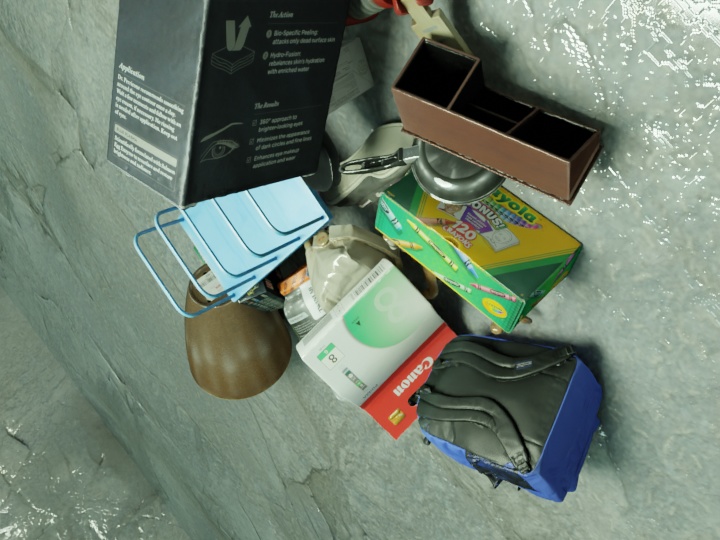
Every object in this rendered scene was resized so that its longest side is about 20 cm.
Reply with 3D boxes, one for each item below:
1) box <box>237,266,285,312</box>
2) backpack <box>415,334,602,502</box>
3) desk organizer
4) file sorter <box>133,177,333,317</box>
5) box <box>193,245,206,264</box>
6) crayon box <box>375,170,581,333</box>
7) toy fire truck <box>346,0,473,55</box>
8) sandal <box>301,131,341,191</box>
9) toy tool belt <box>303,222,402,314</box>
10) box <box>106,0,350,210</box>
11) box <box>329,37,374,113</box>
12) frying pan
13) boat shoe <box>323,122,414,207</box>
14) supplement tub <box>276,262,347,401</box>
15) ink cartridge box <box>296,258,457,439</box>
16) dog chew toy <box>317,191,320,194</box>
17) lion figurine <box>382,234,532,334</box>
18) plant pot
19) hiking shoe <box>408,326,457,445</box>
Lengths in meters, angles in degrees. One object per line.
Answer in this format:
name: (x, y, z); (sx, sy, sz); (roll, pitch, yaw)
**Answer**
box: (-0.165, -0.025, 1.173); (0.200, 0.045, 0.162); (53, -163, -81)
backpack: (0.175, 0.182, 0.953); (0.198, 0.164, 0.168); (10, 150, 42)
desk organizer: (0.131, -0.148, 0.762); (0.198, 0.072, 0.077); (28, 167, 23)
file sorter: (-0.163, -0.054, 0.969); (0.199, 0.122, 0.140); (-38, 87, 30)
box: (-0.227, -0.031, 1.372); (0.118, 0.048, 0.200); (54, 148, 2)
crayon box: (0.127, -0.038, 0.863); (0.199, 0.118, 0.059); (39, 143, 21)
toy fire truck: (0.025, -0.284, 0.800); (0.175, 0.127, 0.204); (-6, 105, 52)
sandal: (-0.094, -0.171, 0.888); (0.202, 0.043, 0.076); (55, 146, -4)
toy tool belt: (0.000, 0.000, 1.054); (0.199, 0.125, 0.123); (27, -161, -46)
box: (-0.123, -0.190, 0.747); (0.116, 0.195, 0.203); (29, 120, 26)
box: (-0.092, -0.230, 0.975); (0.198, 0.116, 0.061); (7, 127, 46)
frying pan: (0.074, -0.139, 0.839); (0.187, 0.117, 0.031); (18, 171, 19)
boat shoe: (0.025, -0.129, 0.980); (0.199, 0.056, 0.068); (-24, 64, 52)
supplement tub: (-0.033, 0.080, 1.159); (0.202, 0.122, 0.122); (58, 146, -6)
ink cartridge box: (0.041, 0.110, 0.986); (0.200, 0.161, 0.050); (46, -179, -19)
dog chew toy: (-0.130, -0.147, 1.095); (0.199, 0.124, 0.126); (12, 129, 56)
lion figurine: (0.120, -0.011, 0.946); (0.197, 0.072, 0.124); (20, 135, 33)
plant pot: (-0.219, 0.082, 1.299); (0.186, 0.187, 0.202); (33, 152, 28)
hiking shoe: (0.093, 0.148, 1.065); (0.075, 0.101, 0.202); (11, 135, 44)
